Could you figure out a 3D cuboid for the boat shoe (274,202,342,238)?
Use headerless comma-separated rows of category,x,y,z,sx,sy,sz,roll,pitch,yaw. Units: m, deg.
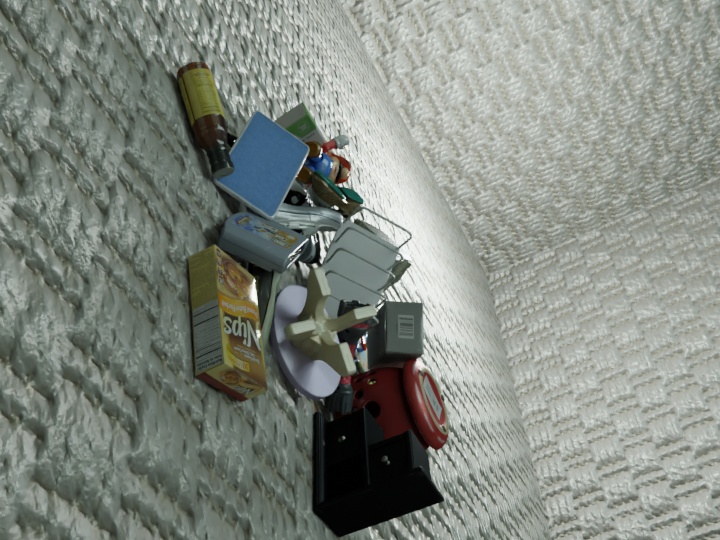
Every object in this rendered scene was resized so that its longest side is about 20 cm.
boat shoe,-0.122,-0.086,1.571,0.196,0.073,0.068,6,73,-32

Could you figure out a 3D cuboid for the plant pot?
plant pot,0.065,0.283,1.580,0.202,0.179,0.203,55,22,-34

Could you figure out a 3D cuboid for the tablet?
tablet,-0.178,-0.195,1.487,0.129,0.014,0.202,33,52,-13

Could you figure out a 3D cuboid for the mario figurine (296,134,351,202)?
mario figurine,-0.064,-0.211,1.664,0.107,0.123,0.200,55,16,8

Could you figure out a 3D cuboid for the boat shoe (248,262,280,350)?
boat shoe,-0.169,0.053,1.327,0.203,0.059,0.073,-86,-171,-51

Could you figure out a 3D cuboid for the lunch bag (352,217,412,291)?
lunch bag,0.004,-0.006,1.790,0.139,0.169,0.200,41,8,15

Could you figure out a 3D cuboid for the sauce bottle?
sauce bottle,-0.266,-0.260,1.414,0.066,0.065,0.204,15,57,-70

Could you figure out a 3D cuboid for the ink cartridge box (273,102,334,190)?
ink cartridge box,-0.119,-0.246,1.772,0.201,0.116,0.068,55,6,-37

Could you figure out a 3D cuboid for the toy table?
toy table,-0.070,0.105,1.383,0.182,0.117,0.203,-24,84,-40

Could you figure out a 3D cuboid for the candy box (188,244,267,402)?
candy box,-0.197,0.078,1.199,0.115,0.054,0.203,45,27,-52

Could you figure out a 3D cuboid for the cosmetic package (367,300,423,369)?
cosmetic package,0.069,0.137,1.653,0.200,0.088,0.109,125,-34,-68

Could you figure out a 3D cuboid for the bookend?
bookend,0.026,0.312,1.368,0.093,0.197,0.201,55,21,-36

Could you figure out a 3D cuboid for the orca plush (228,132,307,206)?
orca plush,-0.189,-0.174,1.544,0.200,0.104,0.072,46,63,-37

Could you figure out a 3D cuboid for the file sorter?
file sorter,0.000,0.000,1.589,0.137,0.124,0.203,27,71,-10

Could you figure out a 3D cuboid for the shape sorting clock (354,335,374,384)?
shape sorting clock,0.001,0.169,1.769,0.202,0.039,0.202,57,19,-31

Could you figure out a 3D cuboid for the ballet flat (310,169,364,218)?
ballet flat,-0.055,-0.141,1.613,0.071,0.065,0.199,51,13,27

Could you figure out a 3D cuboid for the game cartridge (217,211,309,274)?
game cartridge,-0.166,-0.053,1.375,0.131,0.042,0.200,29,15,0

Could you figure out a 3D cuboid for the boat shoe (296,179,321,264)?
boat shoe,-0.121,-0.112,1.675,0.068,0.072,0.203,16,53,-65

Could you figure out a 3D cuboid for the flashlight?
flashlight,-0.023,0.159,1.481,0.067,0.067,0.205,-5,105,-68
